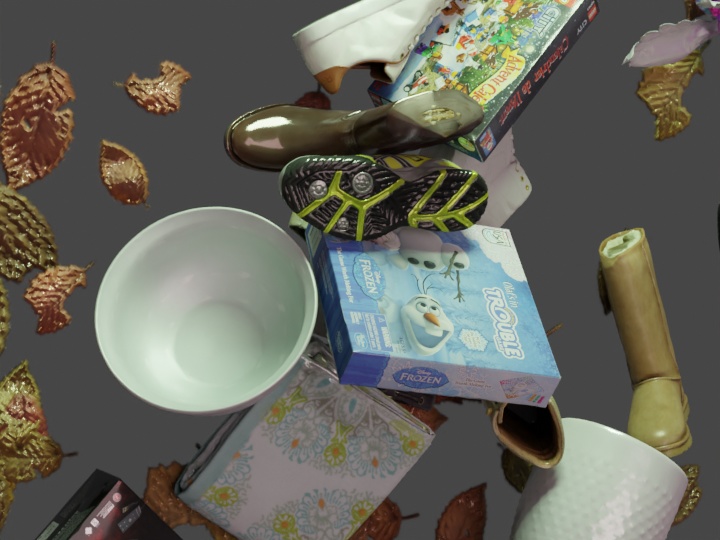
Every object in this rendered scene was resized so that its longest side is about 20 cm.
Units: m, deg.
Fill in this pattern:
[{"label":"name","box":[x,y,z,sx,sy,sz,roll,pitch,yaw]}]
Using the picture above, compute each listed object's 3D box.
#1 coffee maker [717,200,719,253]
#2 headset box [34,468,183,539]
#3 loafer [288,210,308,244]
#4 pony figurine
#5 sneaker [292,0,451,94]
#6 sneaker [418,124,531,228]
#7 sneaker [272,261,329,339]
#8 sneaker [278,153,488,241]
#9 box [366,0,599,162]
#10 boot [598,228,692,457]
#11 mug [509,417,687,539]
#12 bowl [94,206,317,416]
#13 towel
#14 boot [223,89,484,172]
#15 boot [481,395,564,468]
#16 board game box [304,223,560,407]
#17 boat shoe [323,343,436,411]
[{"label":"coffee maker","box":[0.465,-0.041,1.838,0.191,0.199,0.136,16,83,-28]},{"label":"headset box","box":[-0.209,0.303,1.587,0.149,0.077,0.200,-48,109,-17]},{"label":"loafer","box":[0.000,0.000,1.684,0.068,0.076,0.200,-42,100,-17]},{"label":"pony figurine","box":[0.378,-0.280,1.828,0.192,0.166,0.202,3,75,-34]},{"label":"sneaker","box":[0.037,-0.230,1.688,0.199,0.073,0.085,-27,94,-12]},{"label":"sneaker","box":[0.130,-0.132,1.749,0.115,0.073,0.201,36,74,-36]},{"label":"sneaker","box":[0.015,0.048,1.619,0.198,0.081,0.077,14,120,1]},{"label":"sneaker","box":[0.014,-0.070,1.594,0.198,0.076,0.076,5,105,-25]},{"label":"box","box":[0.119,-0.213,1.697,0.201,0.136,0.038,-52,146,-15]},{"label":"boot","box":[0.283,0.075,1.792,0.065,0.175,0.202,-13,103,13]},{"label":"mug","box":[0.220,0.265,1.744,0.147,0.200,0.177,24,73,8]},{"label":"bowl","box":[-0.133,0.051,1.585,0.199,0.091,0.203,-2,64,4]},{"label":"towel","box":[-0.050,0.178,1.641,0.171,0.048,0.200,37,100,-23]},{"label":"boot","box":[-0.007,-0.130,1.599,0.185,0.200,0.065,-7,93,-26]},{"label":"boot","box":[0.128,0.087,1.699,0.072,0.156,0.201,-29,109,7]},{"label":"board game box","box":[0.062,0.028,1.577,0.197,0.201,0.044,8,129,-21]},{"label":"boat shoe","box":[-0.007,0.104,1.683,0.198,0.072,0.066,5,87,-31]}]
